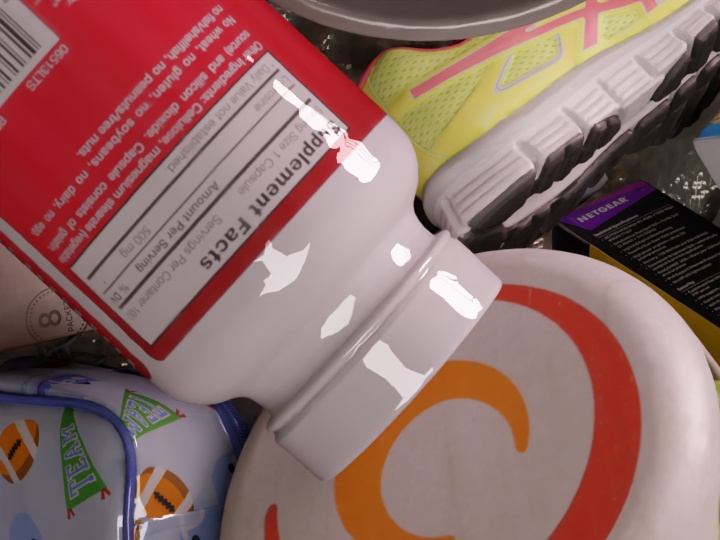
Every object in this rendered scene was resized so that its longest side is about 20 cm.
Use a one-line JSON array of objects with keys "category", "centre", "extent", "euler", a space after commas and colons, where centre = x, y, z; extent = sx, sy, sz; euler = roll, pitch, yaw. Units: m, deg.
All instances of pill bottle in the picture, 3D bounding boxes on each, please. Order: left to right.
[{"category": "pill bottle", "centre": [-0.056, -0.033, 0.838], "extent": [0.200, 0.112, 0.112], "euler": [43, 93, -2]}]

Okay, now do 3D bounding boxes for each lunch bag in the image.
[{"category": "lunch bag", "centre": [-0.107, 0.124, 0.975], "extent": [0.075, 0.160, 0.201], "euler": [-6, 98, -46]}]

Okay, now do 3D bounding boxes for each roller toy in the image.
[{"category": "roller toy", "centre": [0.056, 0.099, 0.907], "extent": [0.183, 0.200, 0.140], "euler": [-49, 135, -7]}]

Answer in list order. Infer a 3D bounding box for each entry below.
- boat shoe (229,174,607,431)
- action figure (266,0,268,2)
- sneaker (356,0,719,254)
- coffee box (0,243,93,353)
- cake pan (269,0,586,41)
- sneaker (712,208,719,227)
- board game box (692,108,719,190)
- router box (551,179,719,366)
[{"category": "boat shoe", "centre": [0.000, 0.000, 1.027], "extent": [0.200, 0.069, 0.057], "euler": [-36, 82, 4]}, {"category": "action figure", "centre": [-0.046, -0.064, 0.950], "extent": [0.065, 0.099, 0.201], "euler": [-9, 105, -12]}, {"category": "sneaker", "centre": [0.078, -0.086, 0.977], "extent": [0.200, 0.090, 0.078], "euler": [-34, 158, -37]}, {"category": "coffee box", "centre": [-0.147, -0.075, 0.936], "extent": [0.114, 0.080, 0.201], "euler": [-12, 112, -12]}, {"category": "cake pan", "centre": [0.028, -0.165, 0.838], "extent": [0.199, 0.037, 0.201], "euler": [-6, 127, -8]}, {"category": "sneaker", "centre": [0.179, 0.065, 1.082], "extent": [0.077, 0.099, 0.201], "euler": [-10, 112, -14]}, {"category": "board game box", "centre": [0.236, -0.089, 0.975], "extent": [0.200, 0.147, 0.064], "euler": [-50, 120, -30]}, {"category": "router box", "centre": [0.136, 0.086, 1.023], "extent": [0.051, 0.149, 0.201], "euler": [-25, 131, -29]}]
